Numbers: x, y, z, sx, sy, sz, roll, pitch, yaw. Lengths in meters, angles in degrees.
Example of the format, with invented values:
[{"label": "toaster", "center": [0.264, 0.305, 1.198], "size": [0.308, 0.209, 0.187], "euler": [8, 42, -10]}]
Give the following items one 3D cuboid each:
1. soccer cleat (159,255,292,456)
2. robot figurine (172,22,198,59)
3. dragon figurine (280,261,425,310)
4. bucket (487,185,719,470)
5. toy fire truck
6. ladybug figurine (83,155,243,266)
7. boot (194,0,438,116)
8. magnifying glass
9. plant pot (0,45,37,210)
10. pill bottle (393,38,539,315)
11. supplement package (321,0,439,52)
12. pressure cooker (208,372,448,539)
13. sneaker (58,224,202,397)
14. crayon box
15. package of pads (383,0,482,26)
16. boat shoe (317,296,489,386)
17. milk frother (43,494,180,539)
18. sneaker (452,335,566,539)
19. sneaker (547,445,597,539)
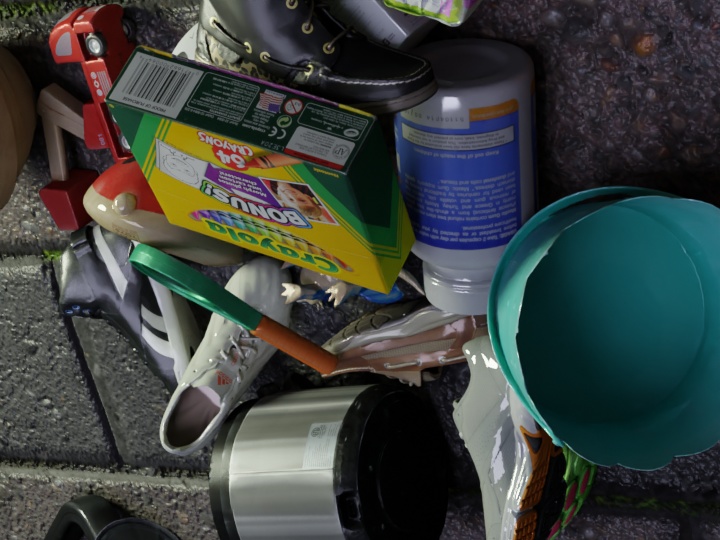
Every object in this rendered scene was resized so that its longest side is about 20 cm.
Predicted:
[{"label": "soccer cleat", "center": [-0.119, 0.080, 1.578], "size": [0.069, 0.078, 0.201], "euler": [29, 96, 0]}, {"label": "robot figurine", "center": [-0.071, -0.123, 1.436], "size": [0.200, 0.150, 0.125], "euler": [50, 147, -3]}, {"label": "dragon figurine", "center": [0.000, 0.000, 1.472], "size": [0.199, 0.099, 0.059], "euler": [-9, 87, 44]}, {"label": "bucket", "center": [0.195, 0.038, 1.303], "size": [0.208, 0.207, 0.135], "euler": [56, 175, -8]}, {"label": "toy fire truck", "center": [-0.248, -0.138, 1.592], "size": [0.140, 0.049, 0.201], "euler": [-2, 115, 35]}, {"label": "ladybug figurine", "center": [-0.164, -0.054, 1.516], "size": [0.135, 0.200, 0.072], "euler": [21, 91, 13]}, {"label": "boot", "center": [-0.039, -0.196, 1.261], "size": [0.199, 0.073, 0.151], "euler": [16, 124, 30]}, {"label": "magnifying glass", "center": [-0.105, 0.033, 1.474], "size": [0.200, 0.022, 0.080], "euler": [33, 169, -19]}, {"label": "plant pot", "center": [-0.366, -0.150, 1.621], "size": [0.200, 0.093, 0.202], "euler": [22, 127, 33]}, {"label": "pill bottle", "center": [0.084, -0.071, 1.378], "size": [0.112, 0.112, 0.201], "euler": [12, 123, 27]}, {"label": "supplement package", "center": [-0.036, -0.240, 1.352], "size": [0.200, 0.114, 0.110], "euler": [47, 130, 1]}, {"label": "pressure cooker", "center": [-0.041, 0.189, 1.575], "size": [0.199, 0.176, 0.179], "euler": [-7, 110, 31]}, {"label": "sneaker", "center": [-0.219, 0.048, 1.650], "size": [0.111, 0.073, 0.201], "euler": [-15, 101, 10]}, {"label": "crayon box", "center": [-0.071, -0.072, 1.303], "size": [0.199, 0.058, 0.173], "euler": [18, 155, 21]}, {"label": "package of pads", "center": [0.080, -0.286, 1.220], "size": [0.068, 0.155, 0.201], "euler": [20, 126, 15]}, {"label": "boat shoe", "center": [0.041, 0.067, 1.514], "size": [0.199, 0.076, 0.072], "euler": [-19, 102, 40]}, {"label": "milk frother", "center": [-0.307, 0.356, 1.832], "size": [0.180, 0.200, 0.188], "euler": [43, 131, 8]}, {"label": "sneaker", "center": [0.117, 0.144, 1.440], "size": [0.092, 0.076, 0.201], "euler": [16, 109, 35]}, {"label": "sneaker", "center": [0.156, 0.149, 1.500], "size": [0.084, 0.077, 0.201], "euler": [20, 117, 29]}]
